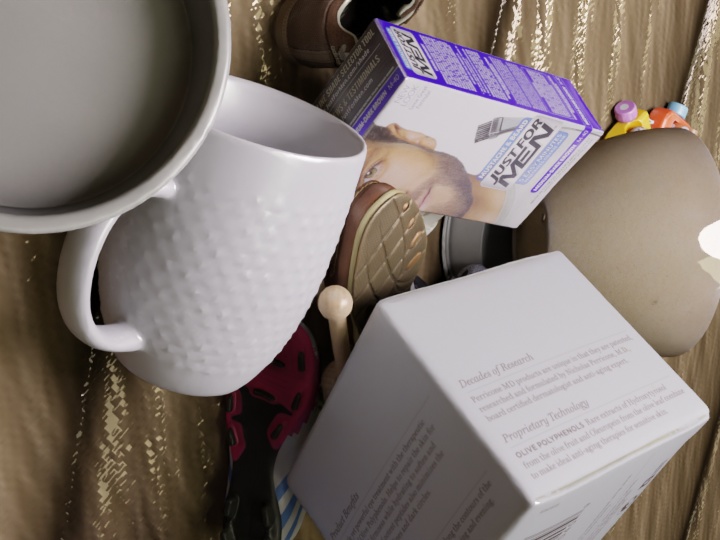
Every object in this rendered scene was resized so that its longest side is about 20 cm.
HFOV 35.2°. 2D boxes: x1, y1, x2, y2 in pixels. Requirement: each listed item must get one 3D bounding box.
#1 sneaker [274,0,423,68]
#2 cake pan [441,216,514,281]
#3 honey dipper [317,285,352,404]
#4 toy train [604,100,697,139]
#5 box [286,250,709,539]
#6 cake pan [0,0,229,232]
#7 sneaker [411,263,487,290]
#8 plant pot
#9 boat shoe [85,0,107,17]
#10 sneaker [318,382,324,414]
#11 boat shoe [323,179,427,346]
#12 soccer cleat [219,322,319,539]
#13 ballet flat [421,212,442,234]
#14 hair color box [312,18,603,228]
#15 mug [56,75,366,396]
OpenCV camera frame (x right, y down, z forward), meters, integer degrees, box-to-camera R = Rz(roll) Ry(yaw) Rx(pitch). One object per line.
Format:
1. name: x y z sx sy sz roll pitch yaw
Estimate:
1. sneaker: 0.028 -0.209 0.814 0.200 0.075 0.071 -49 138 -21
2. cake pan: 0.153 -0.052 1.066 0.200 0.037 0.202 -24 124 -40
3. honey dipper: -0.012 0.060 0.800 0.038 0.038 0.200 -51 164 -19
4. toy train: 0.298 -0.096 1.199 0.150 0.055 0.201 29 85 -51
5. box: 0.091 0.126 0.809 0.199 0.172 0.200 -15 144 -40
6. cake pan: -0.166 -0.118 0.571 0.199 0.037 0.202 1 85 -16
7. sneaker: 0.071 0.031 0.968 0.200 0.075 0.114 48 48 -39
8. plant pot: 0.209 -0.025 0.990 0.133 0.200 0.202 1 112 -11
9. boat shoe: -0.152 -0.148 0.642 0.200 0.066 0.074 -50 138 -21
10. sneaker: 0.023 0.122 0.986 0.085 0.074 0.200 -63 147 -28
11. boat shoe: 0.000 0.000 0.807 0.072 0.067 0.201 -41 157 -20
12. soccer cleat: -0.066 0.129 0.889 0.086 0.069 0.202 -21 123 -69
13. ballet flat: 0.052 -0.083 0.913 0.075 0.064 0.201 13 99 -52
14. hair color box: 0.065 -0.097 0.805 0.199 0.065 0.109 8 135 -38
15. mug: -0.104 -0.015 0.692 0.200 0.147 0.176 -15 129 -58
